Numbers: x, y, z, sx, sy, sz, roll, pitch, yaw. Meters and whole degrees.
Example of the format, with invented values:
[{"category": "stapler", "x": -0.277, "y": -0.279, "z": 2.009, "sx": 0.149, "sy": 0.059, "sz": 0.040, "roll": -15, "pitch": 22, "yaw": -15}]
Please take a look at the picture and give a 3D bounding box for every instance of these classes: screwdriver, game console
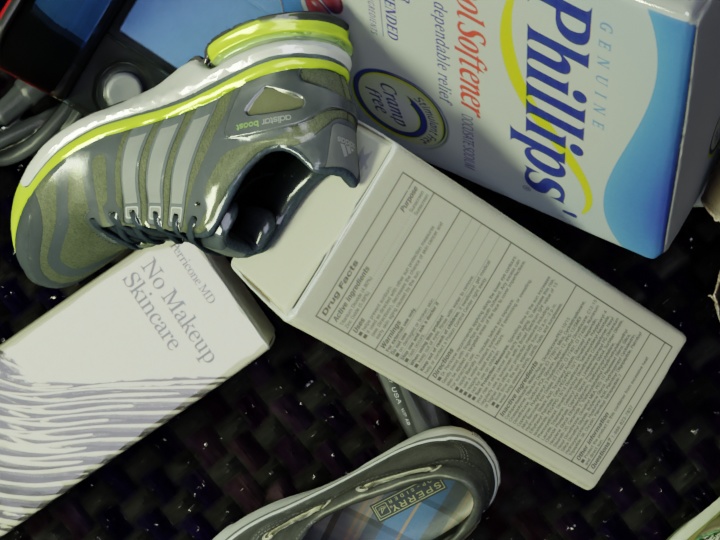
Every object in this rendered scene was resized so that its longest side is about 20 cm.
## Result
[{"category": "screwdriver", "x": 0.000, "y": 0.000, "z": 0.881, "sx": 0.028, "sy": 0.029, "sz": 0.201, "roll": -25, "pitch": 94, "yaw": -14}, {"category": "game console", "x": -0.063, "y": -0.147, "z": 0.801, "sx": 0.172, "sy": 0.119, "sz": 0.201, "roll": 32, "pitch": 91, "yaw": -26}]

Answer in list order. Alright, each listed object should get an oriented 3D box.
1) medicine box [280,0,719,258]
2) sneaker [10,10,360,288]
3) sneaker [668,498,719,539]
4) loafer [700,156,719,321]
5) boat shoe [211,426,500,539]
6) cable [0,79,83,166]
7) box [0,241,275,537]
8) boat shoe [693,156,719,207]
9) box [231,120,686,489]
[{"category": "medicine box", "x": 0.070, "y": -0.125, "z": 0.762, "sx": 0.199, "sy": 0.183, "sz": 0.103, "roll": 25, "pitch": 65, "yaw": 18}, {"category": "sneaker", "x": -0.081, "y": -0.037, "z": 0.773, "sx": 0.199, "sy": 0.074, "sz": 0.082, "roll": -31, "pitch": 61, "yaw": 30}, {"category": "sneaker", "x": 0.220, "y": 0.119, "z": 0.854, "sx": 0.077, "sy": 0.089, "sz": 0.201, "roll": 35, "pitch": 92, "yaw": -3}, {"category": "loafer", "x": 0.192, "y": -0.037, "z": 0.771, "sx": 0.070, "sy": 0.073, "sz": 0.201, "roll": -22, "pitch": 132, "yaw": -13}, {"category": "boat shoe", "x": -0.018, "y": 0.148, "z": 0.863, "sx": 0.199, "sy": 0.066, "sz": 0.070, "roll": -29, "pitch": 97, "yaw": 11}, {"category": "cable", "x": -0.204, "y": -0.134, "z": 0.868, "sx": 0.198, "sy": 0.051, "sz": 0.165, "roll": -5, "pitch": 98, "yaw": -4}, {"category": "box", "x": -0.144, "y": 0.060, "z": 0.866, "sx": 0.199, "sy": 0.068, "sz": 0.082, "roll": -36, "pitch": 93, "yaw": 2}, {"category": "boat shoe", "x": 0.189, "y": -0.066, "z": 0.864, "sx": 0.198, "sy": 0.071, "sz": 0.064, "roll": -4, "pitch": 94, "yaw": -8}, {"category": "box", "x": 0.048, "y": 0.015, "z": 0.817, "sx": 0.199, "sy": 0.078, "sz": 0.095, "roll": 32, "pitch": 93, "yaw": -31}]
